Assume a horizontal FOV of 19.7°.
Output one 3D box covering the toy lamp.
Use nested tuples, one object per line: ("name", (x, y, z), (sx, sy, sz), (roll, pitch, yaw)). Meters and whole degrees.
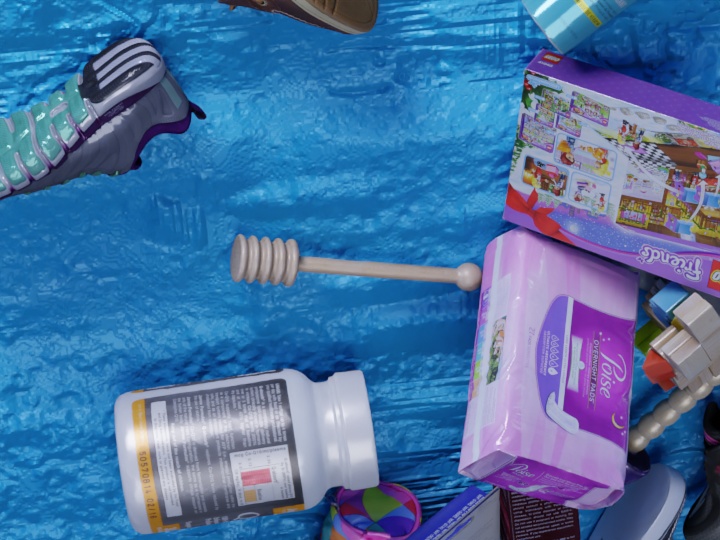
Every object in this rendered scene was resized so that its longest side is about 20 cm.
("toy lamp", (0.259, 0.116, 1.723), (0.058, 0.058, 0.200), (31, 121, -28))

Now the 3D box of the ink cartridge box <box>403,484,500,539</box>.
("ink cartridge box", (0.073, 0.249, 1.752), (0.099, 0.039, 0.200), (-37, 151, -22))

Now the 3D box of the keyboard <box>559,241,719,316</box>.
("keyboard", (0.252, -0.001, 1.667), (0.200, 0.011, 0.056), (22, 126, -23))

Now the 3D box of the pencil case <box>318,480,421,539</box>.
("pencil case", (-0.009, 0.269, 1.786), (0.088, 0.088, 0.200), (6, 127, -14))

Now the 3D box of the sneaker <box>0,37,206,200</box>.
("sneaker", (-0.209, -0.080, 1.492), (0.200, 0.074, 0.088), (-31, 131, 13))

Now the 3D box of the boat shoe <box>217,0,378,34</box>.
("boat shoe", (-0.075, -0.215, 1.421), (0.200, 0.072, 0.072), (24, 151, -37))

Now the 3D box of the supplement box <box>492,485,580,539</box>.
("supplement box", (0.143, 0.176, 1.722), (0.061, 0.109, 0.200), (-11, 129, -1))

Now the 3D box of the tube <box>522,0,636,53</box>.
("tube", (0.207, -0.233, 1.461), (0.200, 0.050, 0.077), (-38, 131, 13))

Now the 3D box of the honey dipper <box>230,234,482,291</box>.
("honey dipper", (0.000, 0.000, 1.609), (0.200, 0.038, 0.038), (6, 126, -16))

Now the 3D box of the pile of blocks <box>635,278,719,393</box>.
("pile of blocks", (0.235, 0.054, 1.597), (0.062, 0.082, 0.200), (-41, 167, -2))

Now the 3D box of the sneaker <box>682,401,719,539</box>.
("sneaker", (0.319, 0.150, 1.760), (0.084, 0.077, 0.200), (18, 113, -13))

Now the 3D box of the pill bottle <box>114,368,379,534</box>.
("pill bottle", (-0.090, 0.140, 1.652), (0.200, 0.116, 0.116), (-8, 128, -3))

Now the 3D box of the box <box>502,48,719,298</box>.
("box", (0.208, -0.069, 1.521), (0.200, 0.039, 0.137), (21, 129, 19))

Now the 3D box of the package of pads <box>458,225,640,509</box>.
("package of pads", (0.148, 0.076, 1.590), (0.120, 0.200, 0.076), (19, 150, -20))

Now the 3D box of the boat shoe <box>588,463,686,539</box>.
("boat shoe", (0.245, 0.247, 1.816), (0.068, 0.072, 0.200), (15, 126, -17))
